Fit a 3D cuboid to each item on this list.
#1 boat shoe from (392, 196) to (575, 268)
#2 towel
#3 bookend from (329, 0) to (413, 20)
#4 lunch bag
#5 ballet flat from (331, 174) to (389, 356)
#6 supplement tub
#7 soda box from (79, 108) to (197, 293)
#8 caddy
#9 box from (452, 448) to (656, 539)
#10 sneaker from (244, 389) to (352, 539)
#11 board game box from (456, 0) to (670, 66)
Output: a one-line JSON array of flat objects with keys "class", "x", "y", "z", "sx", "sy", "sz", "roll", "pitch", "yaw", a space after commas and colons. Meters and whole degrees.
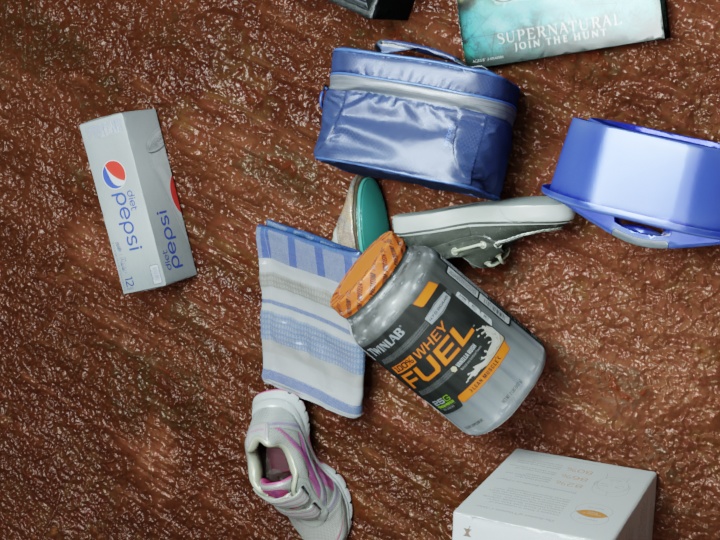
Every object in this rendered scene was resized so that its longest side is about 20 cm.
[{"class": "boat shoe", "x": 0.126, "y": -0.036, "z": 1.246, "sx": 0.200, "sy": 0.071, "sz": 0.064, "roll": -6, "pitch": 97, "yaw": 34}, {"class": "towel", "x": -0.055, "y": 0.054, "z": 1.334, "sx": 0.147, "sy": 0.024, "sz": 0.201, "roll": 19, "pitch": 121, "yaw": 35}, {"class": "bookend", "x": -0.020, "y": -0.378, "z": 1.229, "sx": 0.198, "sy": 0.092, "sz": 0.200, "roll": 28, "pitch": 110, "yaw": 18}, {"class": "lunch bag", "x": 0.052, "y": -0.153, "z": 1.212, "sx": 0.199, "sy": 0.136, "sz": 0.133, "roll": 13, "pitch": 91, "yaw": 17}, {"class": "ballet flat", "x": 0.000, "y": 0.000, "z": 1.312, "sx": 0.067, "sy": 0.068, "sz": 0.201, "roll": -9, "pitch": 95, "yaw": 33}, {"class": "supplement tub", "x": 0.075, "y": 0.060, "z": 1.225, "sx": 0.200, "sy": 0.123, "sz": 0.123, "roll": 39, "pitch": 115, "yaw": -10}, {"class": "soda box", "x": -0.252, "y": -0.079, "z": 1.410, "sx": 0.063, "sy": 0.068, "sz": 0.201, "roll": -11, "pitch": 95, "yaw": 27}, {"class": "caddy", "x": 0.267, "y": -0.073, "z": 1.130, "sx": 0.200, "sy": 0.141, "sz": 0.105, "roll": 16, "pitch": 102, "yaw": 22}, {"class": "box", "x": 0.190, "y": 0.263, "z": 1.199, "sx": 0.152, "sy": 0.200, "sz": 0.107, "roll": 7, "pitch": 103, "yaw": 24}, {"class": "sneaker", "x": -0.078, "y": 0.236, "z": 1.370, "sx": 0.081, "sy": 0.088, "sz": 0.200, "roll": -19, "pitch": 108, "yaw": 27}, {"class": "board game box", "x": 0.188, "y": -0.275, "z": 1.188, "sx": 0.199, "sy": 0.028, "sz": 0.136, "roll": -5, "pitch": 99, "yaw": 26}]
